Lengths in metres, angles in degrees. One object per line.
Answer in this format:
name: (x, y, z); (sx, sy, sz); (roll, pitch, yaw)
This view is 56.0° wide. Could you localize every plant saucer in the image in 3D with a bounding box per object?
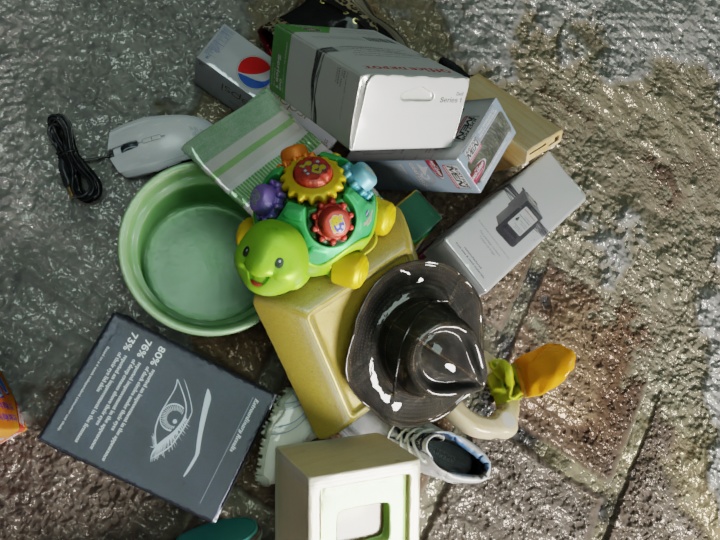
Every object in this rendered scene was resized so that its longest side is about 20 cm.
plant saucer: (0.009, 0.063, 0.739); (0.199, 0.048, 0.201); (-32, 117, -22)

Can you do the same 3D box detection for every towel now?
towel: (-0.083, -0.111, 0.787); (0.200, 0.023, 0.153); (44, 53, 0)

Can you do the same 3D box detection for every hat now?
hat: (0.085, 0.089, 0.717); (0.199, 0.081, 0.202); (-9, 106, -33)

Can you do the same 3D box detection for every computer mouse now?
computer mouse: (-0.268, -0.154, 0.827); (0.199, 0.044, 0.110); (-16, 81, -19)

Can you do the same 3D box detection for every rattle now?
rattle: (0.133, 0.119, 0.826); (0.199, 0.143, 0.131); (30, 62, -12)

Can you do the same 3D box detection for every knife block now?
knife block: (0.151, -0.217, 0.893); (0.064, 0.200, 0.176); (-32, 101, -19)

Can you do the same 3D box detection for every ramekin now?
ramekin: (-0.177, -0.017, 0.793); (0.198, 0.098, 0.202); (4, 76, -16)

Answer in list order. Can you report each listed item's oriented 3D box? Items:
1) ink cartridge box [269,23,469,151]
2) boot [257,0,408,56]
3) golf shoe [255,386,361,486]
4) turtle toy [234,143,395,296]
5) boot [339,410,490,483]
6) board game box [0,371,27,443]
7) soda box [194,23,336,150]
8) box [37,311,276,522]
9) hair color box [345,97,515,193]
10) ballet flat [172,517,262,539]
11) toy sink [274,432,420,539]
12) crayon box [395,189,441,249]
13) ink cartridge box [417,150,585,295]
ink cartridge box: (0.004, -0.212, 0.772); (0.145, 0.085, 0.200); (-8, 36, -32)
boot: (-0.029, -0.292, 0.916); (0.150, 0.073, 0.200); (-36, 86, -22)
golf shoe: (-0.050, 0.164, 0.785); (0.097, 0.078, 0.201); (24, 73, 8)
turtle toy: (-0.054, -0.049, 0.666); (0.145, 0.101, 0.201); (18, 54, 14)
boot: (0.062, 0.198, 0.815); (0.199, 0.096, 0.074); (24, 72, -8)
board game box: (-0.465, 0.108, 0.622); (0.199, 0.200, 0.201); (-27, 86, -20)
soda box: (-0.114, -0.222, 0.876); (0.199, 0.068, 0.064); (35, 70, -6)
box: (-0.215, 0.160, 0.737); (0.199, 0.104, 0.149); (30, 70, -9)
hair color box: (0.082, -0.154, 0.850); (0.061, 0.199, 0.099); (47, 66, -35)
ballet flat: (-0.201, 0.326, 0.734); (0.198, 0.067, 0.064); (-12, 108, -18)
toy sink: (-0.015, 0.293, 0.726); (0.129, 0.112, 0.202); (0, 95, -26)
crayon box: (0.000, 0.000, 0.826); (0.200, 0.126, 0.052); (-39, 83, -20)
ink cartridge box: (0.172, -0.049, 0.880); (0.200, 0.145, 0.084); (-40, 91, -21)
